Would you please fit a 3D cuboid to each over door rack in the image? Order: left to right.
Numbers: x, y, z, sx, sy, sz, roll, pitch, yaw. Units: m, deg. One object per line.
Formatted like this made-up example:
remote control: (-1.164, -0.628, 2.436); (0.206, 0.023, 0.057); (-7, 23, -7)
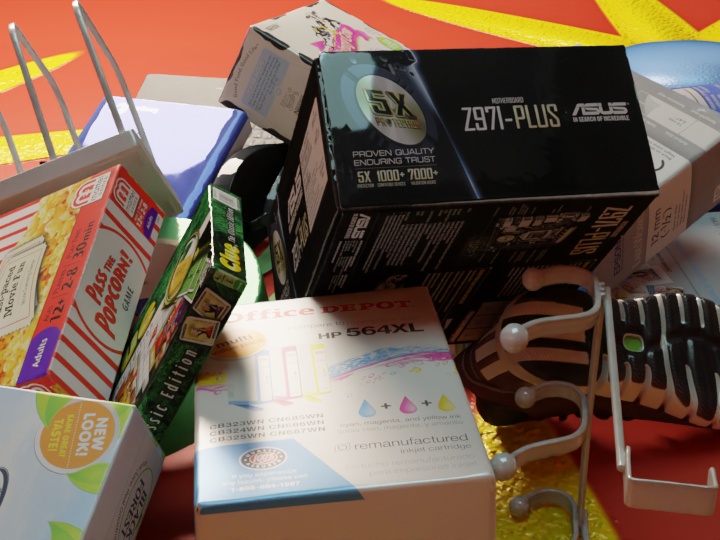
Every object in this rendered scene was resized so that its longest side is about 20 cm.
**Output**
over door rack: (0.096, 0.103, 0.598); (0.066, 0.149, 0.200); (-2, 25, -4)

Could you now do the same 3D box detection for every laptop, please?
laptop: (-0.148, -0.126, 1.128); (0.175, 0.104, 0.202); (6, 54, 15)

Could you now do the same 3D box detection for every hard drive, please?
hard drive: (-0.178, -0.049, 0.984); (0.130, 0.026, 0.201); (8, 52, 21)

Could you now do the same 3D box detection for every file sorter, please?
file sorter: (-0.242, -0.076, 0.882); (0.198, 0.126, 0.139); (-22, -14, -2)

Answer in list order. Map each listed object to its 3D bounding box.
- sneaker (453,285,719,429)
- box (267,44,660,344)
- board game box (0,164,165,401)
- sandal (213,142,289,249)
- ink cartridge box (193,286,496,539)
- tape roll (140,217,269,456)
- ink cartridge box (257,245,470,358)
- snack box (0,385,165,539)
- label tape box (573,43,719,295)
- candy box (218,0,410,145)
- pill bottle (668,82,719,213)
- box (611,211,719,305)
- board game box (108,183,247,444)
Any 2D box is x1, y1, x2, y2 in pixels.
sneaker: (0.141, 0.060, 0.780); (0.198, 0.077, 0.115); (14, -26, -27)
box: (0.043, -0.032, 0.711); (0.162, 0.200, 0.087); (-3, 67, -12)
board game box: (-0.213, 0.038, 0.734); (0.198, 0.046, 0.153); (-20, 40, 26)
sandal: (-0.055, -0.067, 1.036); (0.042, 0.077, 0.200); (12, 27, 27)
ink cartridge box: (-0.015, 0.100, 0.640); (0.127, 0.127, 0.200); (-5, 26, -5)
tape roll: (-0.153, 0.041, 0.819); (0.198, 0.049, 0.201); (-8, 35, 5)
ink cartridge box: (0.000, 0.000, 0.935); (0.198, 0.048, 0.146); (10, 28, 19)
snack box: (-0.183, 0.145, 0.554); (0.141, 0.053, 0.202); (6, 56, 16)
label tape box: (0.132, -0.057, 0.871); (0.199, 0.067, 0.143); (-33, 50, -27)
candy box: (0.010, -0.134, 1.072); (0.199, 0.072, 0.168); (31, 26, 7)
pill bottle: (0.242, -0.084, 1.011); (0.198, 0.113, 0.112); (-9, 27, -11)
box: (0.220, 0.010, 0.902); (0.197, 0.042, 0.156); (-5, 27, -3)
board game box: (-0.111, 0.062, 0.662); (0.023, 0.201, 0.105); (25, 18, -15)
